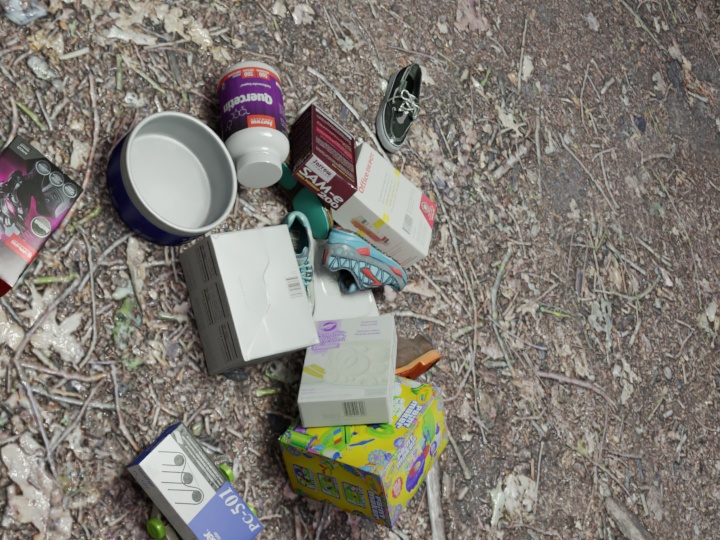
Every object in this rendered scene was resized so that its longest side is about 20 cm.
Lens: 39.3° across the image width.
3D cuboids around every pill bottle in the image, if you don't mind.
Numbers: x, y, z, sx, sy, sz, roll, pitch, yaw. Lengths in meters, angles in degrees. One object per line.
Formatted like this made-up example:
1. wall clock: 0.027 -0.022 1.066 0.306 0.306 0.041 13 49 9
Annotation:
1. pill bottle: -0.180 -0.245 1.701 0.111 0.112 0.203 13 54 -36

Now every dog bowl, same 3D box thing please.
1. dog bowl: -0.299 -0.145 1.602 0.198 0.078 0.203 16 63 -35

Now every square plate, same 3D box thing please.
1. square plate: -0.056 0.019 1.783 0.198 0.028 0.201 -10 81 -43

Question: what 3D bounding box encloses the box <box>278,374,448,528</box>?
1. box: 0.009 0.271 1.607 0.200 0.190 0.123 -47 138 -40

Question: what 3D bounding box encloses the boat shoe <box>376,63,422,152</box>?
1. boat shoe: 0.088 -0.329 2.016 0.073 0.068 0.201 35 54 -25

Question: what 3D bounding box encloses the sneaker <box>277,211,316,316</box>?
1. sneaker: -0.112 -0.003 1.682 0.076 0.086 0.203 -4 81 -9

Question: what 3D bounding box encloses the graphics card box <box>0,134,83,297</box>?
1. graphics card box: -0.496 -0.079 1.424 0.125 0.051 0.201 42 50 -20

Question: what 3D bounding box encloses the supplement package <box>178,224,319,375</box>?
1. supplement package: -0.178 0.046 1.609 0.154 0.110 0.203 -10 80 -42

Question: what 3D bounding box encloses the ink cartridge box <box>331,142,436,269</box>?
1. ink cartridge box: 0.038 -0.117 1.867 0.199 0.083 0.146 40 41 -23

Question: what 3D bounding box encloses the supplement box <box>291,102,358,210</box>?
1. supplement box: -0.064 -0.204 1.785 0.108 0.061 0.201 37 25 -24

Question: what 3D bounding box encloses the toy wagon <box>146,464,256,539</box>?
1. toy wagon: -0.245 0.349 1.482 0.155 0.039 0.202 -33 95 -44

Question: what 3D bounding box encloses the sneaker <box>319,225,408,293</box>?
1. sneaker: 0.000 0.000 1.785 0.199 0.079 0.096 33 83 -37

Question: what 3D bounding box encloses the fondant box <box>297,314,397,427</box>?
1. fondant box: -0.018 0.159 1.615 0.201 0.142 0.059 -82 165 -55

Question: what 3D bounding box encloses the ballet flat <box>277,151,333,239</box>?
1. ballet flat: -0.103 -0.147 1.782 0.201 0.068 0.072 50 34 1

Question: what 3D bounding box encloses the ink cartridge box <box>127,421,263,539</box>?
1. ink cartridge box: -0.234 0.326 1.442 0.201 0.044 0.094 54 49 -10

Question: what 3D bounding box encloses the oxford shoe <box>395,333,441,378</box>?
1. oxford shoe: 0.058 0.166 1.809 0.199 0.071 0.073 -16 64 -48
